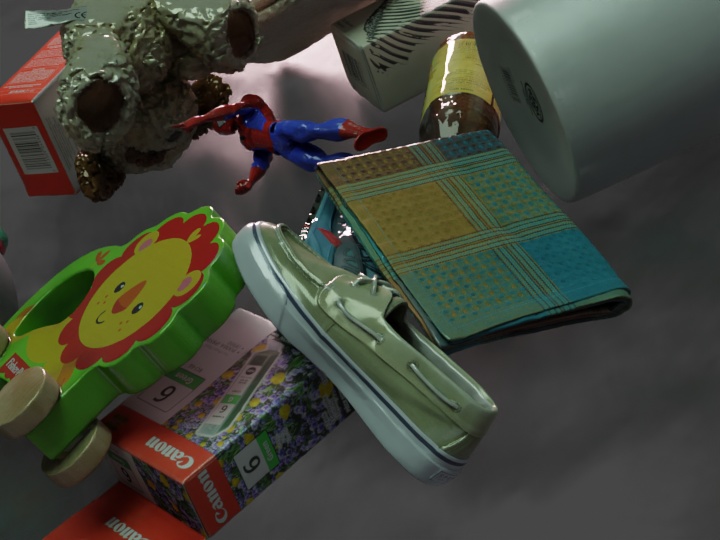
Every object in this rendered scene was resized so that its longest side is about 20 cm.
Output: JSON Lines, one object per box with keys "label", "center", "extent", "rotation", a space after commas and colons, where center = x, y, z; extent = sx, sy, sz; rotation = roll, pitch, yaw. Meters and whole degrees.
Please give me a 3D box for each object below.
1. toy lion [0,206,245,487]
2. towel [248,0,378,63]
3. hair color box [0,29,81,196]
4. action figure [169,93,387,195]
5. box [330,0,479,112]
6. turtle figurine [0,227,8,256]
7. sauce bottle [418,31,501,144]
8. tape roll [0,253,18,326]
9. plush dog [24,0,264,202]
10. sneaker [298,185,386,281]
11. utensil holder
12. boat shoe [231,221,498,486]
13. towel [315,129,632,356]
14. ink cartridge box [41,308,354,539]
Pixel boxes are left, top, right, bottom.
{"label": "toy lion", "center": [-0.162, 0.032, 0.949], "extent": [0.192, 0.069, 0.200], "rotation": [-47, 29, -11]}
{"label": "towel", "center": [-0.054, -0.233, 1.315], "extent": [0.199, 0.035, 0.132], "rotation": [-25, -7, 39]}
{"label": "hair color box", "center": [-0.256, -0.167, 1.378], "extent": [0.061, 0.102, 0.201], "rotation": [-1, 37, 29]}
{"label": "action figure", "center": [-0.074, -0.096, 1.197], "extent": [0.099, 0.066, 0.199], "rotation": [-30, 32, -31]}
{"label": "box", "center": [0.081, -0.219, 1.290], "extent": [0.199, 0.069, 0.082], "rotation": [-29, 32, -11]}
{"label": "turtle figurine", "center": [-0.350, 0.005, 1.175], "extent": [0.200, 0.101, 0.150], "rotation": [-40, 50, -12]}
{"label": "sauce bottle", "center": [0.076, -0.114, 1.139], "extent": [0.065, 0.066, 0.201], "rotation": [-10, 32, 17]}
{"label": "tape roll", "center": [-0.352, 0.039, 1.072], "extent": [0.198, 0.066, 0.202], "rotation": [-7, 67, 16]}
{"label": "plush dog", "center": [-0.193, -0.155, 1.260], "extent": [0.199, 0.173, 0.160], "rotation": [-35, 53, -28]}
{"label": "sneaker", "center": [0.000, 0.000, 1.028], "extent": [0.095, 0.080, 0.200], "rotation": [21, 25, -1]}
{"label": "utensil holder", "center": [0.202, -0.161, 1.043], "extent": [0.199, 0.171, 0.170], "rotation": [-27, 32, -6]}
{"label": "boat shoe", "center": [0.004, 0.036, 0.878], "extent": [0.062, 0.072, 0.200], "rotation": [-47, 74, 15]}
{"label": "towel", "center": [0.071, -0.024, 0.975], "extent": [0.145, 0.022, 0.200], "rotation": [-12, 41, -22]}
{"label": "ink cartridge box", "center": [-0.109, 0.111, 0.926], "extent": [0.200, 0.051, 0.108], "rotation": [-39, 36, -27]}
